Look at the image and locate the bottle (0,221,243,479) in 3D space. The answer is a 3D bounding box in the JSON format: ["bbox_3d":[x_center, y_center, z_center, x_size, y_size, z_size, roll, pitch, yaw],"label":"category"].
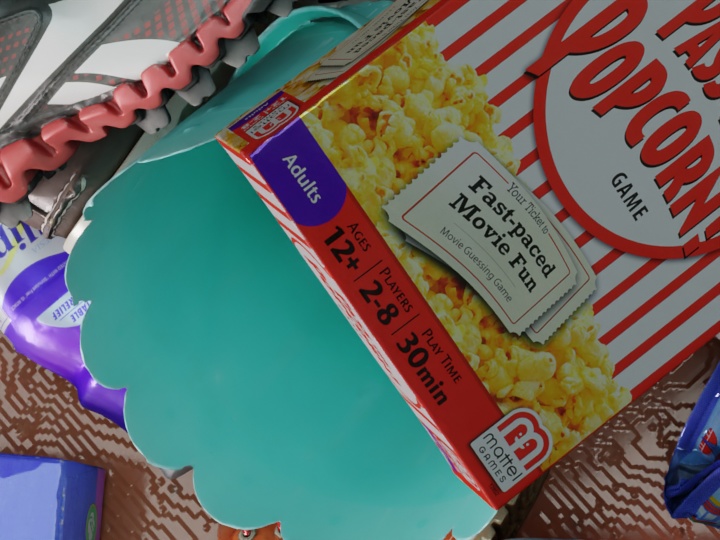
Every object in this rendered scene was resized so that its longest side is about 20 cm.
[{"bbox_3d":[-0.126,0.000,0.958,0.083,0.065,0.200,-38,81,-2],"label":"bottle"}]

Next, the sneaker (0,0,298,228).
[{"bbox_3d":[-0.109,-0.093,0.820,0.200,0.071,0.098,-31,107,21],"label":"sneaker"}]

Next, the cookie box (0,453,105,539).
[{"bbox_3d":[-0.221,0.160,0.952,0.199,0.075,0.172,4,85,9],"label":"cookie box"}]

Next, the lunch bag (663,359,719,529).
[{"bbox_3d":[0.218,0.058,0.850,0.150,0.200,0.094,12,51,-10],"label":"lunch bag"}]

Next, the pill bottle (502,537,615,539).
[{"bbox_3d":[0.145,0.164,0.862,0.199,0.112,0.113,3,85,-12],"label":"pill bottle"}]

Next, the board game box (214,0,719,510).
[{"bbox_3d":[0.076,-0.043,0.725,0.200,0.046,0.152,-38,110,-6],"label":"board game box"}]

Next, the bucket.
[{"bbox_3d":[0.000,0.000,0.863,0.206,0.135,0.208,17,130,21],"label":"bucket"}]

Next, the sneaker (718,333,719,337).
[{"bbox_3d":[0.138,-0.071,0.871,0.130,0.079,0.201,32,130,26],"label":"sneaker"}]

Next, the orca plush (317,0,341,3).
[{"bbox_3d":[-0.025,-0.208,0.872,0.071,0.105,0.201,5,105,45],"label":"orca plush"}]

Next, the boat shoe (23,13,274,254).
[{"bbox_3d":[-0.084,-0.095,0.933,0.059,0.072,0.200,34,68,-1],"label":"boat shoe"}]

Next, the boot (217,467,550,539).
[{"bbox_3d":[-0.005,0.122,0.928,0.107,0.075,0.200,44,93,15],"label":"boot"}]
